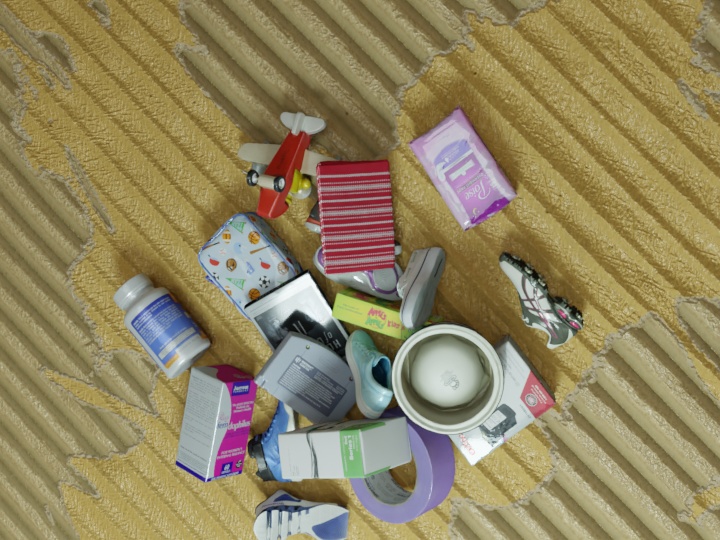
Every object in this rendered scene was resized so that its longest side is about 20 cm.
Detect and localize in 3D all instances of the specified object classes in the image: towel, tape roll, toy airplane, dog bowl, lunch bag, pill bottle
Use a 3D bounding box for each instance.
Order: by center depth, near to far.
[{"bbox_3d":[0.154,0.181,1.406,0.196,0.074,0.205,2,103,8],"label":"dog bowl"},{"bbox_3d":[-0.008,-0.100,1.451,0.142,0.022,0.205,-6,97,-17],"label":"towel"},{"bbox_3d":[0.074,0.361,1.491,0.197,0.084,0.205,2,93,38],"label":"tape roll"},{"bbox_3d":[-0.126,-0.199,1.517,0.196,0.142,0.202,-26,54,0],"label":"toy airplane"},{"bbox_3d":[-0.220,-0.008,1.571,0.160,0.075,0.201,-43,86,14],"label":"lunch bag"},{"bbox_3d":[-0.403,0.107,1.600,0.112,0.112,0.201,-41,85,12],"label":"pill bottle"}]

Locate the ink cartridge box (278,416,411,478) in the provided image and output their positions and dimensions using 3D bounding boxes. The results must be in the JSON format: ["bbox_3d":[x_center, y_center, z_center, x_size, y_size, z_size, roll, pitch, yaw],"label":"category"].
[{"bbox_3d":[-0.031,0.318,1.426,0.197,0.145,0.086,-11,84,37],"label":"ink cartridge box"}]

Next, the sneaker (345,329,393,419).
[{"bbox_3d":[0.028,0.174,1.468,0.073,0.202,0.082,21,124,-30],"label":"sneaker"}]

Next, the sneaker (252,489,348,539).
[{"bbox_3d":[-0.125,0.480,1.588,0.195,0.115,0.082,6,99,-18],"label":"sneaker"}]

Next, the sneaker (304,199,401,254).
[{"bbox_3d":[-0.008,-0.088,1.520,0.196,0.077,0.083,20,89,8],"label":"sneaker"}]

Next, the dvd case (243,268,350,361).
[{"bbox_3d":[-0.112,0.115,1.543,0.148,0.025,0.202,-28,109,10],"label":"dvd case"}]

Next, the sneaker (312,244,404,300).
[{"bbox_3d":[0.000,0.000,1.529,0.197,0.099,0.076,24,79,-12],"label":"sneaker"}]

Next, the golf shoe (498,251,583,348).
[{"bbox_3d":[0.316,0.054,1.459,0.200,0.077,0.088,46,109,6],"label":"golf shoe"}]

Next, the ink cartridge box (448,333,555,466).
[{"bbox_3d":[0.242,0.242,1.484,0.199,0.083,0.147,-40,86,12],"label":"ink cartridge box"}]

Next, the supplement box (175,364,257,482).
[{"bbox_3d":[-0.285,0.299,1.580,0.102,0.100,0.204,15,98,37],"label":"supplement box"}]

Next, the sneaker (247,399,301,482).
[{"bbox_3d":[-0.176,0.323,1.584,0.109,0.077,0.205,-5,100,3],"label":"sneaker"}]

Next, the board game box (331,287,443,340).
[{"bbox_3d":[0.053,0.088,1.503,0.196,0.102,0.049,17,99,10],"label":"board game box"}]

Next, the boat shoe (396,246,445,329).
[{"bbox_3d":[0.100,0.033,1.460,0.066,0.201,0.075,1,126,25],"label":"boat shoe"}]

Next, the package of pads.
[{"bbox_3d":[0.189,-0.186,1.466,0.120,0.076,0.202,-34,87,15],"label":"package of pads"}]

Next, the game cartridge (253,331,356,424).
[{"bbox_3d":[-0.091,0.209,1.525,0.199,0.041,0.134,39,93,-26],"label":"game cartridge"}]
